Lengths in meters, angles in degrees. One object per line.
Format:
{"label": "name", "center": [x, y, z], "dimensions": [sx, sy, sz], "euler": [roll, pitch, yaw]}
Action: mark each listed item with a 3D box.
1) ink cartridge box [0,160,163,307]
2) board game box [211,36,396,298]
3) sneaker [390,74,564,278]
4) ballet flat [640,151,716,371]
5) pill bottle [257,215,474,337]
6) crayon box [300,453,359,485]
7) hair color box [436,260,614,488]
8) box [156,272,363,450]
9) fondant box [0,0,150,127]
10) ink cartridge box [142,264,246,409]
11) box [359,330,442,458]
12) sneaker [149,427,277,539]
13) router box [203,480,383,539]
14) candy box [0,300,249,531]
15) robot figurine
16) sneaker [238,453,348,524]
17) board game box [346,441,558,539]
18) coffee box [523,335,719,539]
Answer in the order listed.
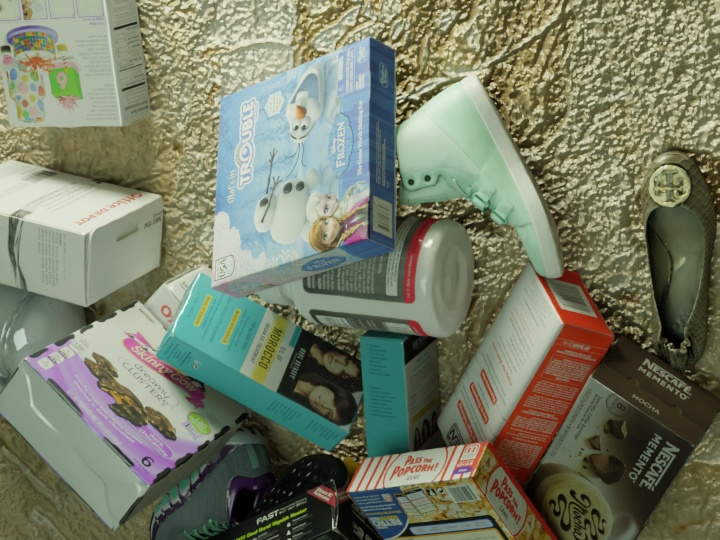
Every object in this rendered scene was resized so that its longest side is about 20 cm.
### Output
{"label": "ink cartridge box", "center": [-0.324, -0.041, 1.686], "dimensions": [0.198, 0.147, 0.084], "euler": [14, 113, 23]}
{"label": "board game box", "center": [-0.054, -0.093, 1.520], "dimensions": [0.198, 0.043, 0.202], "euler": [-18, 63, 39]}
{"label": "sneaker", "center": [0.102, -0.064, 1.492], "dimensions": [0.118, 0.074, 0.202], "euler": [-29, 83, 9]}
{"label": "ballet flat", "center": [0.281, -0.005, 1.453], "dimensions": [0.067, 0.046, 0.202], "euler": [4, 108, 25]}
{"label": "pill bottle", "center": [0.000, 0.000, 1.557], "dimensions": [0.198, 0.111, 0.112], "euler": [6, 109, 27]}
{"label": "crayon box", "center": [0.000, 0.285, 1.685], "dimensions": [0.200, 0.052, 0.126], "euler": [39, 119, 10]}
{"label": "hair color box", "center": [0.150, 0.103, 1.517], "dimensions": [0.061, 0.102, 0.201], "euler": [14, 121, -25]}
{"label": "box", "center": [-0.093, 0.090, 1.599], "dimensions": [0.199, 0.083, 0.049], "euler": [29, 144, -10]}
{"label": "fondant box", "center": [-0.299, -0.249, 1.660], "dimensions": [0.143, 0.058, 0.202], "euler": [2, 106, 26]}
{"label": "ink cartridge box", "center": [-0.195, 0.115, 1.708], "dimensions": [0.200, 0.086, 0.148], "euler": [-43, 85, 28]}
{"label": "box", "center": [0.042, 0.149, 1.602], "dimensions": [0.049, 0.082, 0.202], "euler": [4, 107, 25]}
{"label": "sneaker", "center": [-0.157, 0.258, 1.724], "dimensions": [0.200, 0.074, 0.088], "euler": [-53, 45, 29]}
{"label": "router box", "center": [-0.063, 0.303, 1.599], "dimensions": [0.199, 0.062, 0.150], "euler": [-26, 127, 20]}
{"label": "candy box", "center": [-0.225, 0.133, 1.564], "dimensions": [0.168, 0.200, 0.072], "euler": [44, 117, 7]}
{"label": "robot figurine", "center": [-0.380, 0.052, 1.764], "dimensions": [0.199, 0.113, 0.171], "euler": [23, 86, 19]}
{"label": "sneaker", "center": [-0.062, 0.260, 1.651], "dimensions": [0.082, 0.072, 0.200], "euler": [31, 125, -23]}
{"label": "board game box", "center": [0.101, 0.252, 1.523], "dimensions": [0.151, 0.046, 0.201], "euler": [-12, 124, 39]}
{"label": "coffee box", "center": [0.233, 0.176, 1.498], "dimensions": [0.113, 0.080, 0.201], "euler": [34, 129, 13]}
